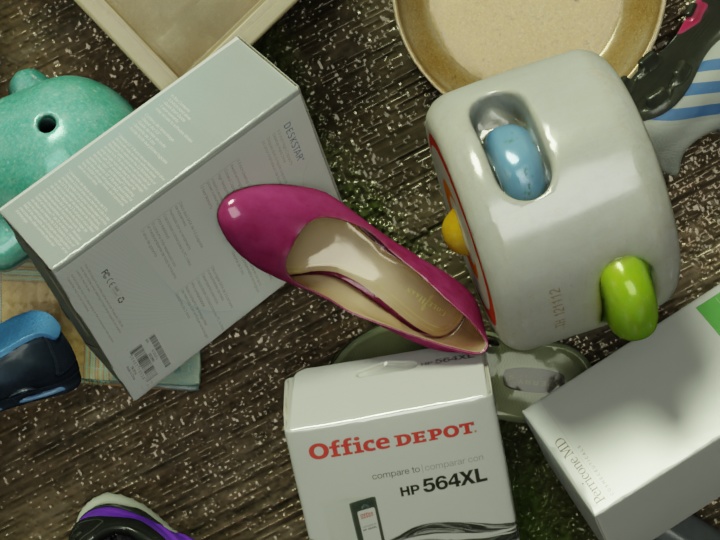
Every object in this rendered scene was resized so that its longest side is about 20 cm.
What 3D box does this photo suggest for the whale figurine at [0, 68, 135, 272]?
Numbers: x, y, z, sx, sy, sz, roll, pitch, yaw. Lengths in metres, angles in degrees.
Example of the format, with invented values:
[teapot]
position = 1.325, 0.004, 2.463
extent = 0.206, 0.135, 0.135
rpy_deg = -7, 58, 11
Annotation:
[whale figurine]
position = -0.246, -0.079, 1.117
extent = 0.199, 0.104, 0.160
rpy_deg = 4, 67, 2

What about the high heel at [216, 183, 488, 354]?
[high heel]
position = 0.000, 0.000, 1.058
extent = 0.199, 0.096, 0.068
rpy_deg = 19, 103, -35

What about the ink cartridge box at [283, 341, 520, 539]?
[ink cartridge box]
position = 0.035, 0.165, 1.118
extent = 0.145, 0.084, 0.201
rpy_deg = -11, 113, 4

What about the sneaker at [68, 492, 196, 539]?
[sneaker]
position = -0.120, 0.229, 1.143
extent = 0.199, 0.100, 0.070
rpy_deg = 21, 94, -1

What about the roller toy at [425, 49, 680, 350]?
[roller toy]
position = 0.121, -0.046, 1.076
extent = 0.139, 0.200, 0.183
rpy_deg = -19, 104, 0

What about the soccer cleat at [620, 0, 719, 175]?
[soccer cleat]
position = 0.264, -0.153, 1.157
extent = 0.200, 0.070, 0.086
rpy_deg = -43, 129, -10

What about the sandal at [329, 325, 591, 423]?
[sandal]
position = 0.073, 0.077, 1.161
extent = 0.200, 0.057, 0.080
rpy_deg = -2, 92, 0

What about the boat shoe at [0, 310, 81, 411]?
[boat shoe]
position = -0.292, 0.101, 1.137
extent = 0.199, 0.084, 0.069
rpy_deg = -21, 117, 20

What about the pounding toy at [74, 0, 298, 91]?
[pounding toy]
position = -0.131, -0.253, 1.123
extent = 0.184, 0.142, 0.200
rpy_deg = -43, 103, 2

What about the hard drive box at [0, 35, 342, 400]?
[hard drive box]
position = -0.118, -0.033, 1.079
extent = 0.200, 0.156, 0.077
rpy_deg = -37, 53, -14

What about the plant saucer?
[plant saucer]
position = 0.121, -0.206, 1.161
extent = 0.199, 0.035, 0.201
rpy_deg = 0, 93, -1

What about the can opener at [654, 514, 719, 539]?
[can opener]
position = 0.267, 0.229, 1.164
extent = 0.200, 0.053, 0.067
rpy_deg = 36, 56, 1

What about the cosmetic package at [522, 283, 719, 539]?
[cosmetic package]
position = 0.229, 0.101, 1.126
extent = 0.200, 0.085, 0.108
rpy_deg = -33, 52, -3

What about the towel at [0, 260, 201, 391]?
[towel]
position = -0.212, 0.010, 1.175
extent = 0.199, 0.022, 0.147
rpy_deg = 3, 91, 1
